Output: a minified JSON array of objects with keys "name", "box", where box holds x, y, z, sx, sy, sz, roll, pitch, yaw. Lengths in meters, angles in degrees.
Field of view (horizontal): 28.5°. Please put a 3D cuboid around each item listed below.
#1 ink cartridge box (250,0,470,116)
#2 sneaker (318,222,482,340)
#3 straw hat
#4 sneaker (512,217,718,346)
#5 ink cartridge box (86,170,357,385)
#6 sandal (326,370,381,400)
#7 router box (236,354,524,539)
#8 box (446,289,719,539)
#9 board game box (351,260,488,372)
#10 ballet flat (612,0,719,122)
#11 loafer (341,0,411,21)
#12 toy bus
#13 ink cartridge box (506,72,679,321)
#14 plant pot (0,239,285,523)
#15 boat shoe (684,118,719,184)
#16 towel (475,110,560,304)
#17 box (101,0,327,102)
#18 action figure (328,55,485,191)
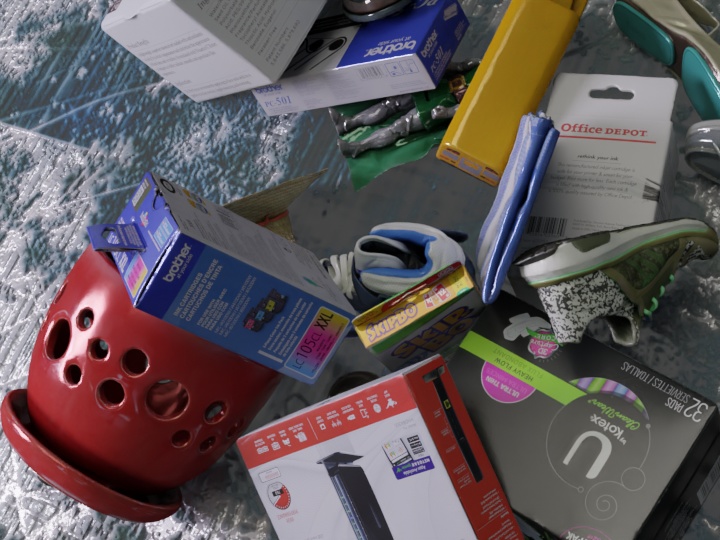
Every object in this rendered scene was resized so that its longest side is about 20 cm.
[{"name":"ink cartridge box","box":[-0.003,-0.203,1.334,0.199,0.044,0.094,-5,44,37]},{"name":"sneaker","box":[0.000,0.000,1.215,0.199,0.147,0.081,1,65,21]},{"name":"straw hat","box":[-0.102,-0.020,1.280,0.200,0.201,0.085,-20,94,11]},{"name":"sneaker","box":[0.200,0.012,1.080,0.077,0.199,0.089,-12,89,54]},{"name":"ink cartridge box","box":[-0.117,-0.001,1.128,0.077,0.200,0.136,-56,28,10]},{"name":"sandal","box":[0.008,0.171,1.180,0.081,0.055,0.201,-16,63,13]},{"name":"router box","box":[0.017,0.178,1.077,0.200,0.049,0.180,-26,87,42]},{"name":"box","box":[0.160,0.136,1.100,0.200,0.124,0.149,28,77,29]},{"name":"board game box","box":[0.059,0.047,1.138,0.095,0.200,0.030,-30,68,4]},{"name":"ballet flat","box":[0.300,-0.193,1.250,0.069,0.070,0.200,-34,57,2]},{"name":"loafer","box":[0.007,-0.288,1.349,0.072,0.063,0.200,-20,23,6]},{"name":"toy bus","box":[0.137,-0.177,1.257,0.065,0.078,0.201,26,80,3]},{"name":"ink cartridge box","box":[0.206,-0.066,1.215,0.116,0.068,0.201,7,68,22]},{"name":"plant pot","box":[-0.190,0.100,1.209,0.200,0.200,0.183,36,97,31]},{"name":"boat shoe","box":[0.350,-0.062,1.157,0.201,0.074,0.065,30,73,23]},{"name":"towel","box":[0.119,-0.055,1.116,0.024,0.200,0.147,19,99,2]},{"name":"box","box":[-0.122,-0.284,1.364,0.201,0.131,0.199,-60,25,-14]},{"name":"action figure","box":[0.072,-0.158,1.326,0.199,0.055,0.119,-21,56,6]}]
